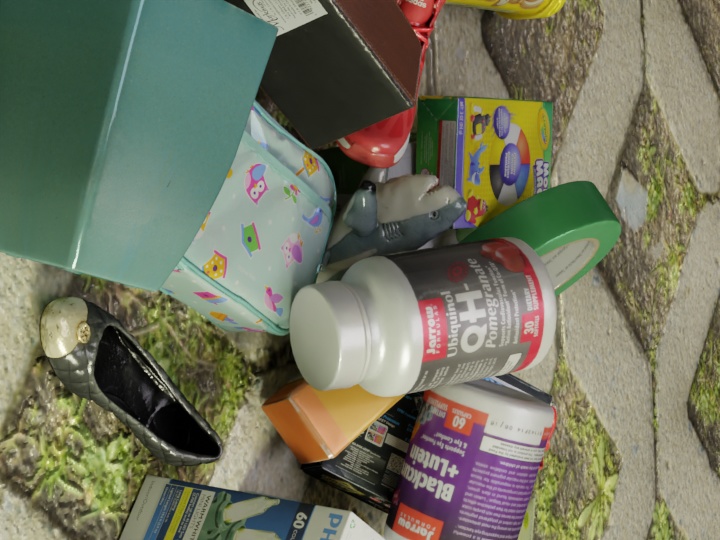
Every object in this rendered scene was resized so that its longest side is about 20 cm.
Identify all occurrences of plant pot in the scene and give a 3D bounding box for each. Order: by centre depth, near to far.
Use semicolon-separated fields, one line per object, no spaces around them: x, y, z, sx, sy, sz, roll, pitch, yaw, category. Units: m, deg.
-0.174;-0.096;1.134;0.141;0.140;0.202;18;86;-53;plant pot

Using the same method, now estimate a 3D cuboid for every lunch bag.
-0.102;-0.052;1.279;0.200;0.077;0.162;41;61;-49;lunch bag

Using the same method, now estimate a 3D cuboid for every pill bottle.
0.048;0.039;1.312;0.198;0.110;0.112;-9;101;-30;pill bottle
0.083;0.194;1.381;0.111;0.111;0.202;13;94;-54;pill bottle

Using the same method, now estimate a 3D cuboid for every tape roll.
0.147;-0.005;1.538;0.200;0.200;0.048;-8;62;-53;tape roll

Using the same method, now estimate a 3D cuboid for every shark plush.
0.000;0.000;1.367;0.201;0.083;0.091;-55;-176;7;shark plush

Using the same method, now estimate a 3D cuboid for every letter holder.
-0.043;-0.222;1.279;0.200;0.100;0.143;49;35;-33;letter holder

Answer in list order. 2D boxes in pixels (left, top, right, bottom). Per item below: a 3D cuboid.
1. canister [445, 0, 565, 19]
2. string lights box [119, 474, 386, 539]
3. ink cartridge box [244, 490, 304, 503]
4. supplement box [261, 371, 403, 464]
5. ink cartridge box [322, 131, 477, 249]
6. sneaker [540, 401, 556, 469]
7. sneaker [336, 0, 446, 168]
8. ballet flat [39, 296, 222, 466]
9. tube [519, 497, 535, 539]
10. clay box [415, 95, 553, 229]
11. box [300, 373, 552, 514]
0.112;-0.315;1.545;0.199;0.086;0.150;-5;97;-52;canister
-0.089;0.220;1.220;0.059;0.199;0.103;46;57;-46;string lights box
-0.044;0.297;1.388;0.200;0.083;0.146;47;56;-46;ink cartridge box
0.014;0.078;1.403;0.200;0.069;0.067;-38;96;-26;supplement box
0.049;-0.070;1.502;0.199;0.059;0.105;-18;107;-53;ink cartridge box
0.108;0.168;1.559;0.201;0.107;0.068;-37;135;-47;sneaker
0.027;-0.187;1.379;0.116;0.078;0.201;117;-17;-45;sneaker
-0.167;0.080;1.219;0.200;0.056;0.067;49;54;-44;ballet flat
0.131;0.269;1.662;0.058;0.052;0.199;-48;154;17;tube
0.122;-0.099;1.508;0.199;0.047;0.116;-7;100;-54;clay box
0.062;0.145;1.476;0.199;0.046;0.160;28;68;-20;box
